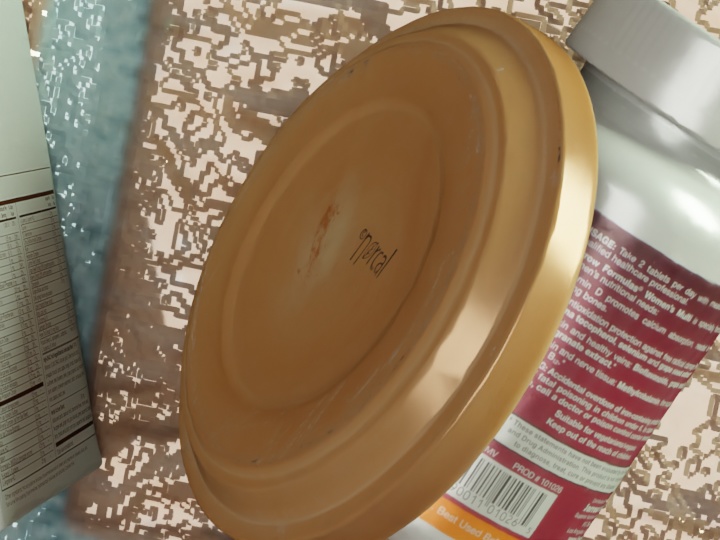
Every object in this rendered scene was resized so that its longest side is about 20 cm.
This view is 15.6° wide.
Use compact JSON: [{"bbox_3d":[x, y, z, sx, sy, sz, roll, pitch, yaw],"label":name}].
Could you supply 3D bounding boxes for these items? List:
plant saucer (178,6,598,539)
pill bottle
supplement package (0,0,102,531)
[{"bbox_3d":[0.000,0.000,0.886,0.032,0.200,0.201,28,100,-31],"label":"plant saucer"},{"bbox_3d":[0.071,0.005,0.914,0.109,0.110,0.200,34,98,3],"label":"pill bottle"},{"bbox_3d":[-0.212,-0.005,0.930,0.191,0.147,0.201,-8,94,8],"label":"supplement package"}]
